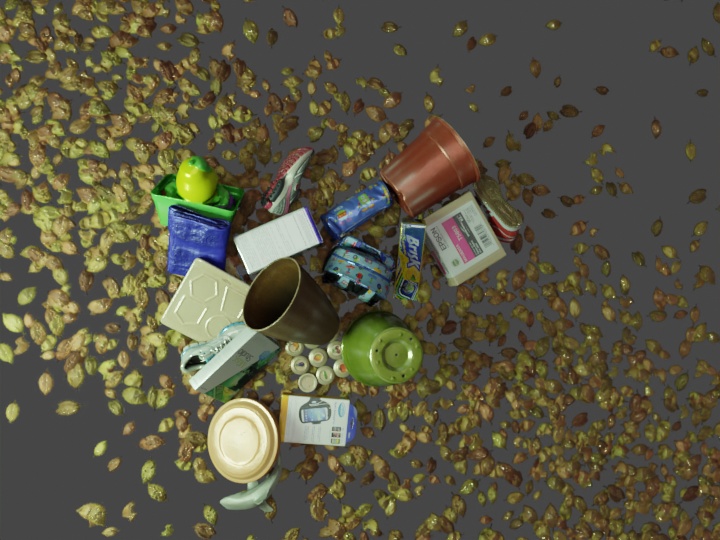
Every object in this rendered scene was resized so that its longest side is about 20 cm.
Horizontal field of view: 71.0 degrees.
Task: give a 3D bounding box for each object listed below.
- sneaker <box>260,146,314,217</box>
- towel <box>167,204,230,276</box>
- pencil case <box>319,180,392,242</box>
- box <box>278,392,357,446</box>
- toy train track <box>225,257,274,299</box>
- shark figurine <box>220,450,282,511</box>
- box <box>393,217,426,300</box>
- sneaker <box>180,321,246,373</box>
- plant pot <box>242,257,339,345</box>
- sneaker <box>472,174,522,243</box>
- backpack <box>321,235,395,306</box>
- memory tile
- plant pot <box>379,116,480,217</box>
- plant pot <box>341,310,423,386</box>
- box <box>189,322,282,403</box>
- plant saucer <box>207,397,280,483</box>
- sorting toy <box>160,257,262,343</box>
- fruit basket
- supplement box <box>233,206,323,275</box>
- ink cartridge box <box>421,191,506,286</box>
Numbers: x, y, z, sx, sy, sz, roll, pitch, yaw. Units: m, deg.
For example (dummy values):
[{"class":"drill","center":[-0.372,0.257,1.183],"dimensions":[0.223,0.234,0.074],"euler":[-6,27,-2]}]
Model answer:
[{"class":"sneaker","center":[-0.179,-0.233,1.308],"dimensions":[0.075,0.080,0.201],"euler":[35,84,-33]},{"class":"towel","center":[-0.397,-0.053,1.219],"dimensions":[0.147,0.201,0.050],"euler":[18,42,-4]},{"class":"pencil case","center":[-0.008,-0.154,1.315],"dimensions":[0.199,0.078,0.087],"euler":[-32,62,-7]},{"class":"box","center":[-0.110,0.384,1.303],"dimensions":[0.198,0.041,0.120],"euler":[7,87,-9]},{"class":"toy train track","center":[-0.287,0.055,1.297],"dimensions":[0.114,0.033,0.201],"euler":[-37,85,15]},{"class":"shark figurine","center":[-0.238,0.532,1.258],"dimensions":[0.128,0.089,0.215],"euler":[36,86,-5]},{"class":"box","center":[0.125,-0.030,1.296],"dimensions":[0.064,0.070,0.202],"euler":[5,107,2]},{"class":"sneaker","center":[-0.347,0.197,1.229],"dimensions":[0.199,0.087,0.075],"euler":[-28,108,0]},{"class":"plant pot","center":[-0.146,0.097,1.218],"dimensions":[0.200,0.187,0.188],"euler":[37,83,-40]},{"class":"sneaker","center":[0.363,-0.163,1.375],"dimensions":[0.071,0.113,0.201],"euler":[-24,61,-5]},{"class":"backpack","center":[0.000,0.000,1.250],"dimensions":[0.182,0.200,0.135],"euler":[27,85,-4]},{"class":"memory tile","center":[-0.118,0.203,1.320],"dimensions":[0.152,0.017,0.201],"euler":[-20,90,-7]},{"class":"plant pot","center":[0.167,-0.250,1.295],"dimensions":[0.195,0.201,0.201],"euler":[-37,92,2]},{"class":"plant pot","center":[0.064,0.201,1.245],"dimensions":[0.199,0.193,0.202],"euler":[1,86,-11]},{"class":"box","center":[-0.300,0.230,1.237],"dimensions":[0.200,0.144,0.036],"euler":[-43,59,-6]},{"class":"plant saucer","center":[-0.291,0.417,1.241],"dimensions":[0.199,0.032,0.202],"euler":[-3,80,17]},{"class":"sorting toy","center":[-0.368,0.090,1.256],"dimensions":[0.184,0.037,0.201],"euler":[30,102,-15]},{"class":"fruit basket","center":[-0.387,-0.195,1.210],"dimensions":[0.214,0.156,0.217],"euler":[0,122,1]},{"class":"supplement box","center":[-0.206,-0.072,1.278],"dimensions":[0.199,0.101,0.104],"euler":[-25,90,-7]},{"class":"ink cartridge box","center":[0.265,-0.083,1.348],"dimensions":[0.164,0.075,0.201],"euler":[-32,92,-8]}]
